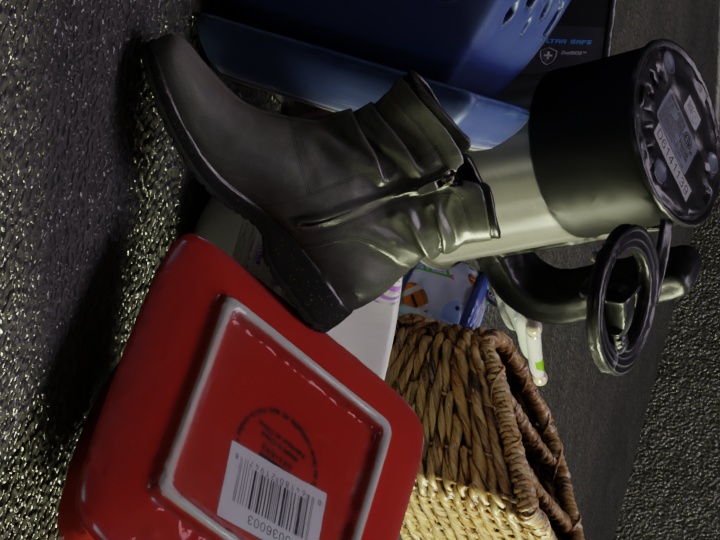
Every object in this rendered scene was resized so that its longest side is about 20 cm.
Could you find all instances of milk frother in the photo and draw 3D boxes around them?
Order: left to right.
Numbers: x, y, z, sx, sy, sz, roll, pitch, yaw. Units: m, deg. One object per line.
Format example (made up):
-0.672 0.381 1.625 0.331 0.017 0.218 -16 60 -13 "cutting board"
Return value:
0.110 -0.029 1.569 0.200 0.187 0.181 -33 108 -54 "milk frother"

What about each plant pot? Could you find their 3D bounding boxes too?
0.020 -0.176 1.476 0.200 0.199 0.181 -6 113 -76 "plant pot"

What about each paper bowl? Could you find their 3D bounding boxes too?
-0.045 0.019 1.526 0.201 0.104 0.202 10 90 -76 "paper bowl"

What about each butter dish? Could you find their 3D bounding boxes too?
-0.088 0.120 1.369 0.200 0.147 0.200 39 48 -26 "butter dish"

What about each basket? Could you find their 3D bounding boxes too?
0.097 0.121 1.741 0.143 0.148 0.200 -69 154 -18 "basket"

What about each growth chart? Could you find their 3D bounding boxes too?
0.102 -0.018 1.947 0.145 0.018 0.201 78 -8 -73 "growth chart"

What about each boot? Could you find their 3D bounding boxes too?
-0.018 -0.073 1.361 0.200 0.130 0.068 53 13 -21 "boot"

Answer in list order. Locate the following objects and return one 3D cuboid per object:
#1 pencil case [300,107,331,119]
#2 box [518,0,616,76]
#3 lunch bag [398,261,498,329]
0.022 -0.086 1.697 0.200 0.083 0.087 -25 86 -57 "pencil case"
0.072 -0.218 1.642 0.050 0.199 0.200 -118 -147 -66 "box"
0.042 0.077 1.915 0.160 0.075 0.201 -16 128 -85 "lunch bag"
